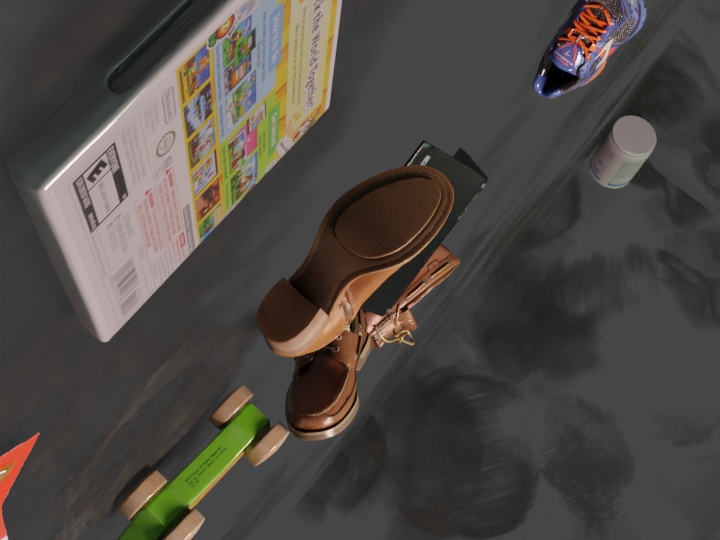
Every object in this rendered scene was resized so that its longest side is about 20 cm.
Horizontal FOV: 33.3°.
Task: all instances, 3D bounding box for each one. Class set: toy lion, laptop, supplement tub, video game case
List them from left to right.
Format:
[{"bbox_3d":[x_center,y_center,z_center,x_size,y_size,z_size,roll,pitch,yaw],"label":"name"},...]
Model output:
[{"bbox_3d":[-0.160,0.204,1.137,0.200,0.069,0.192,-44,176,-41],"label":"toy lion"},{"bbox_3d":[-0.073,-0.065,0.550,0.182,0.023,0.200,-49,170,-18],"label":"video game case"},{"bbox_3d":[0.034,-0.055,1.213,0.177,0.103,0.200,-52,-163,12],"label":"laptop"},{"bbox_3d":[0.725,-0.326,3.345,0.132,0.132,0.200,-47,172,-25],"label":"supplement tub"}]

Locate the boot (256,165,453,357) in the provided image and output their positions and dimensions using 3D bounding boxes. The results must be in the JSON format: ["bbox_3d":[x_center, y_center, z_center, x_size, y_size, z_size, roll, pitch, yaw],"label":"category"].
[{"bbox_3d":[0.000,0.000,1.019,0.200,0.077,0.155,-49,170,-2],"label":"boot"}]

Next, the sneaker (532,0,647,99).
[{"bbox_3d":[0.246,-0.249,1.310,0.078,0.075,0.200,-43,167,-27],"label":"sneaker"}]

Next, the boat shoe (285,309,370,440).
[{"bbox_3d":[-0.036,0.087,1.164,0.200,0.072,0.068,-77,161,-63],"label":"boat shoe"}]

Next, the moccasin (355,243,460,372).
[{"bbox_3d":[0.046,0.052,1.494,0.201,0.078,0.074,-50,172,-9],"label":"moccasin"}]

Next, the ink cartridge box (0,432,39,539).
[{"bbox_3d":[-0.248,0.200,0.660,0.200,0.057,0.163,-51,173,29],"label":"ink cartridge box"}]
